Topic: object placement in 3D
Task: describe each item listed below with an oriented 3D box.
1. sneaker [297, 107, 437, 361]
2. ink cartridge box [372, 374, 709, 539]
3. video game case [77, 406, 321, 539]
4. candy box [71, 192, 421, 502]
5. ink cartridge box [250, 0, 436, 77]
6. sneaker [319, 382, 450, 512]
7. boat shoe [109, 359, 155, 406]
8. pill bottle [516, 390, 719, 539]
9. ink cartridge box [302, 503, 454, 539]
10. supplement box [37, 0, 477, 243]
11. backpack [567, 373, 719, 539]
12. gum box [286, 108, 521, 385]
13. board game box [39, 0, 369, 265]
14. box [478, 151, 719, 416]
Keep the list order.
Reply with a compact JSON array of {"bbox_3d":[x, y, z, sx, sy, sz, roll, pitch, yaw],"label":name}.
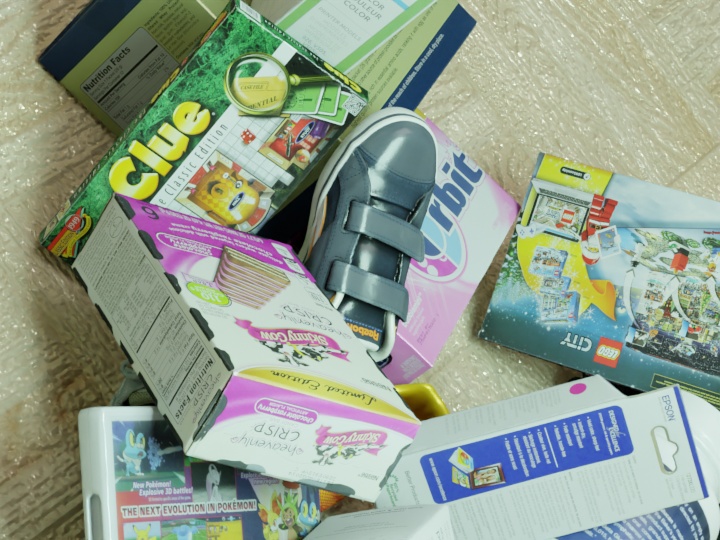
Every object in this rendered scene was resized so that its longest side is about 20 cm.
[{"bbox_3d":[0.000,0.000,1.749,0.078,0.200,0.079,19,15,-32],"label":"sneaker"},{"bbox_3d":[0.105,0.121,1.722,0.037,0.200,0.095,-92,166,-54],"label":"ink cartridge box"},{"bbox_3d":[-0.086,0.168,1.613,0.200,0.023,0.182,4,81,-54],"label":"video game case"},{"bbox_3d":[-0.069,0.042,1.635,0.136,0.061,0.200,17,23,-36],"label":"candy box"},{"bbox_3d":[0.011,-0.191,1.706,0.059,0.200,0.104,35,45,-19],"label":"ink cartridge box"},{"bbox_3d":[-0.022,0.111,1.754,0.200,0.077,0.073,-28,83,-48],"label":"sneaker"},{"bbox_3d":[-0.118,0.103,1.663,0.074,0.065,0.202,11,50,7],"label":"boat shoe"},{"bbox_3d":[0.161,0.169,1.810,0.111,0.111,0.200,47,59,-4],"label":"pill bottle"},{"bbox_3d":[0.001,0.230,1.594,0.200,0.086,0.147,-35,114,-72],"label":"ink cartridge box"},{"bbox_3d":[-0.065,-0.152,1.866,0.200,0.134,0.200,44,41,-9],"label":"supplement box"},{"bbox_3d":[0.260,0.091,1.970,0.200,0.167,0.127,58,26,-2],"label":"backpack"},{"bbox_3d":[0.018,-0.011,1.889,0.113,0.066,0.200,43,41,-10],"label":"gum box"},{"bbox_3d":[-0.097,-0.062,1.725,0.105,0.200,0.023,35,20,-16],"label":"board game box"},{"bbox_3d":[0.191,0.011,1.902,0.038,0.200,0.137,20,88,-59],"label":"box"}]
